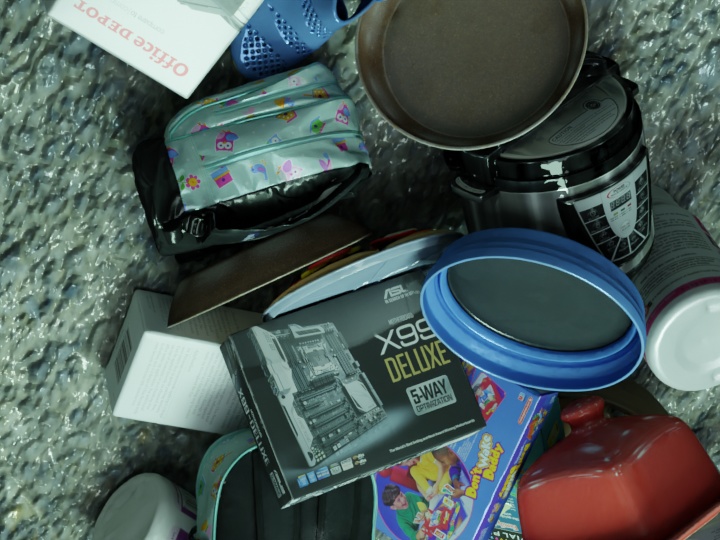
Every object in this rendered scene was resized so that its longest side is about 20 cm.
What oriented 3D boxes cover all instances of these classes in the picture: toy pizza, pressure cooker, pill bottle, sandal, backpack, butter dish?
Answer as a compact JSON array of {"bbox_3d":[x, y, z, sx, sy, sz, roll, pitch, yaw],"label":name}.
[{"bbox_3d":[0.000,0.000,1.637,0.199,0.032,0.200,-22,170,-4],"label":"toy pizza"},{"bbox_3d":[0.167,-0.091,1.600,0.177,0.176,0.201,-6,125,11],"label":"pressure cooker"},{"bbox_3d":[-0.162,0.292,1.795,0.112,0.113,0.200,-43,123,14],"label":"pill bottle"},{"bbox_3d":[-0.030,-0.229,1.505,0.200,0.087,0.079,-42,125,15],"label":"sandal"},{"bbox_3d":[-0.074,0.242,1.679,0.174,0.153,0.202,3,101,-16],"label":"backpack"},{"bbox_3d":[0.287,0.010,1.685,0.112,0.200,0.114,-8,126,-11],"label":"pill bottle"},{"bbox_3d":[0.229,0.188,1.676,0.199,0.199,0.149,-22,92,-46],"label":"butter dish"},{"bbox_3d":[-0.091,-0.091,1.534,0.199,0.167,0.127,-20,91,-7],"label":"backpack"}]

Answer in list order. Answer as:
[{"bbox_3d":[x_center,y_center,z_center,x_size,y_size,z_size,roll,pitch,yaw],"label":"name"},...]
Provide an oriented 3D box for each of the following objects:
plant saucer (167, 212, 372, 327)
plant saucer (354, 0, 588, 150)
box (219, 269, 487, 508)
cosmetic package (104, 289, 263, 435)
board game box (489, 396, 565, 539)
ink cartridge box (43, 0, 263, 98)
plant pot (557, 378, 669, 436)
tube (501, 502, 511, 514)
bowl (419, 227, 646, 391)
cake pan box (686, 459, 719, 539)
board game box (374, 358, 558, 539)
[{"bbox_3d":[-0.086,-0.006,1.595,0.199,0.200,0.037,-25,91,1],"label":"plant saucer"},{"bbox_3d":[0.095,-0.193,1.523,0.199,0.201,0.034,-30,161,5],"label":"plant saucer"},{"bbox_3d":[-0.007,0.105,1.624,0.199,0.159,0.050,-18,169,-21],"label":"box"},{"bbox_3d":[-0.129,0.093,1.697,0.199,0.071,0.102,13,120,-23],"label":"cosmetic package"},{"bbox_3d":[0.134,0.197,1.809,0.150,0.047,0.201,8,132,28],"label":"board game box"},{"bbox_3d":[-0.143,-0.262,1.449,0.145,0.084,0.200,30,111,-31],"label":"ink cartridge box"},{"bbox_3d":[0.246,0.170,1.823,0.199,0.093,0.202,15,135,16],"label":"plant pot"},{"bbox_3d":[0.049,0.207,1.799,0.199,0.058,0.052,27,94,-9],"label":"tube"},{"bbox_3d":[0.152,0.034,1.568,0.199,0.040,0.201,14,147,9],"label":"bowl"},{"bbox_3d":[0.296,0.274,1.875,0.199,0.185,0.053,-24,122,1],"label":"cake pan box"},{"bbox_3d":[0.084,0.170,1.706,0.045,0.134,0.201,-7,124,-61],"label":"board game box"}]
